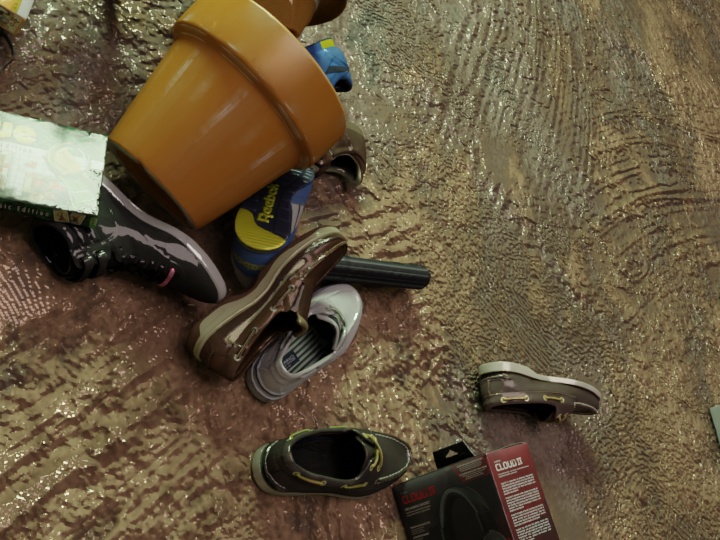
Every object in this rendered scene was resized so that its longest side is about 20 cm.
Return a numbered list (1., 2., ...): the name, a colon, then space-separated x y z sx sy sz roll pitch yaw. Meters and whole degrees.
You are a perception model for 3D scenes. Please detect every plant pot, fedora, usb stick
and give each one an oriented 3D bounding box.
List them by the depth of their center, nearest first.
1. plant pot: -0.147 -0.147 0.923 0.200 0.200 0.183 46 76 -13
2. fedora: -0.117 -0.308 1.067 0.200 0.200 0.082 19 75 -34
3. usb stick: 0.000 0.000 1.085 0.199 0.055 0.033 6 91 -41

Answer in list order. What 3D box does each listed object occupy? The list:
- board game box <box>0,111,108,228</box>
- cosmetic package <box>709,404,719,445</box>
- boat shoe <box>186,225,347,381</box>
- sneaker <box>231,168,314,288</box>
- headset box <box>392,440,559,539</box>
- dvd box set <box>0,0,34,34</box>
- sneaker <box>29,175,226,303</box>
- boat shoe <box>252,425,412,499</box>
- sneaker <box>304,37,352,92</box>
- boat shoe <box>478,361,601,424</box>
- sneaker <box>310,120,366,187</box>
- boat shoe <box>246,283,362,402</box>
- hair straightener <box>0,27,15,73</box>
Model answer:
1. board game box: -0.332 -0.101 0.813 0.199 0.023 0.105 10 48 -21
2. cosmetic package: 0.697 0.293 1.448 0.122 0.199 0.201 16 57 -35
3. boat shoe: -0.078 0.038 0.933 0.075 0.075 0.202 42 69 18
4. sneaker: -0.102 -0.058 1.015 0.074 0.083 0.200 14 37 2
5. headset box: 0.128 0.283 0.968 0.077 0.149 0.201 -3 70 -44
6. dvd box set: -0.398 -0.332 0.870 0.199 0.029 0.147 30 46 -30
7. sneaker: -0.227 -0.009 0.871 0.200 0.071 0.099 38 48 -12
8. boat shoe: -0.014 0.199 0.949 0.200 0.060 0.072 5 64 -41
9. sneaker: -0.076 -0.231 1.138 0.200 0.066 0.079 -35 96 -47
10. boat shoe: 0.237 0.170 1.194 0.199 0.072 0.060 18 61 -30
11. sneaker: -0.067 -0.153 1.097 0.199 0.070 0.076 7 63 -39
12. boat shoe: -0.042 0.072 0.992 0.074 0.067 0.200 50 43 -9
13. hair straightener: -0.383 -0.277 0.895 0.077 0.041 0.201 -14 71 -46
